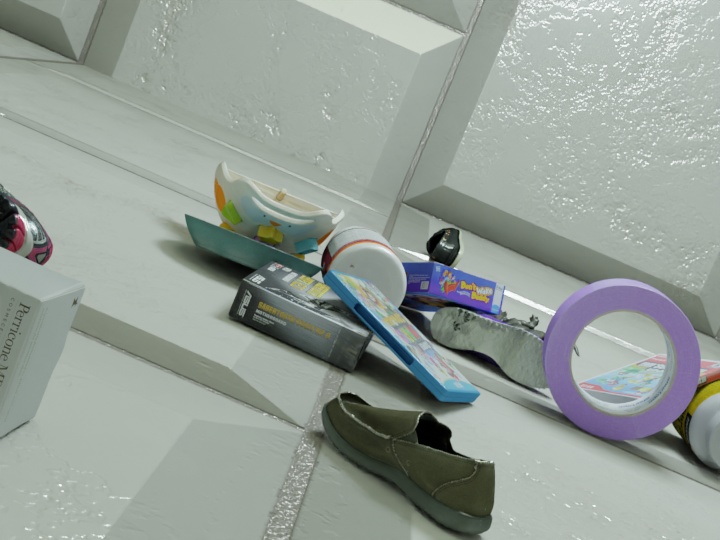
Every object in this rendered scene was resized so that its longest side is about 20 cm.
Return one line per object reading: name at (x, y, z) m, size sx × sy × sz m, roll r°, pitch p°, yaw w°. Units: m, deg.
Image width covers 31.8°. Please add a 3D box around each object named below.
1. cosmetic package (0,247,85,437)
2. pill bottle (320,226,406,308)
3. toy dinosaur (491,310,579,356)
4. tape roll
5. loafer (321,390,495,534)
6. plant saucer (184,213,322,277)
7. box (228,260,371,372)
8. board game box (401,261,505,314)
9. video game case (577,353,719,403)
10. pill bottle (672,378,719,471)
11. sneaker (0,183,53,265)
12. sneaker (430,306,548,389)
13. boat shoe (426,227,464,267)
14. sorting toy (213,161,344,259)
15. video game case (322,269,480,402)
cosmetic package at (-0.302, 0.021, 0.850) m, size 0.198 × 0.109 × 0.085 m, roll 23°, pitch 9°, yaw 6°
pill bottle at (0.000, 0.000, 1.757) m, size 0.109 × 0.111 × 0.200 m, roll 22°, pitch 8°, yaw -9°
toy dinosaur at (0.254, 0.109, 1.958) m, size 0.101 × 0.078 × 0.200 m, roll 1°, pitch 25°, yaw -36°
tape roll at (0.337, 0.115, 1.643) m, size 0.198 × 0.202 × 0.066 m, roll 23°, pitch 9°, yaw 3°
loafer at (0.047, 0.151, 1.096) m, size 0.199 × 0.070 × 0.075 m, roll 30°, pitch 11°, yaw 38°
plant saucer at (-0.147, -0.023, 1.684) m, size 0.198 × 0.036 × 0.200 m, roll 22°, pitch -1°, yaw 0°
box at (-0.060, 0.050, 1.503) m, size 0.157 × 0.049 × 0.200 m, roll 24°, pitch 9°, yaw 4°
board game box at (0.099, 0.026, 1.868) m, size 0.133 × 0.045 × 0.199 m, roll 18°, pitch -9°, yaw -31°
video game case at (0.416, 0.157, 1.810) m, size 0.198 × 0.018 × 0.142 m, roll -14°, pitch 10°, yaw -33°
pill bottle at (0.507, 0.215, 1.774) m, size 0.111 × 0.113 × 0.200 m, roll 23°, pitch 8°, yaw -2°
sneaker at (-0.385, -0.060, 1.251) m, size 0.200 × 0.081 × 0.075 m, roll 38°, pitch 1°, yaw 31°
sneaker at (0.203, 0.103, 1.802) m, size 0.199 × 0.070 × 0.099 m, roll 27°, pitch 7°, yaw 18°
boat shoe at (0.177, -0.059, 2.700) m, size 0.063 × 0.074 × 0.202 m, roll 30°, pitch 12°, yaw -8°
sorting toy at (-0.117, -0.082, 1.775) m, size 0.198 × 0.108 × 0.180 m, roll 21°, pitch -13°, yaw -8°
video game case at (0.050, 0.079, 1.482) m, size 0.200 × 0.018 × 0.143 m, roll 46°, pitch 9°, yaw 19°
